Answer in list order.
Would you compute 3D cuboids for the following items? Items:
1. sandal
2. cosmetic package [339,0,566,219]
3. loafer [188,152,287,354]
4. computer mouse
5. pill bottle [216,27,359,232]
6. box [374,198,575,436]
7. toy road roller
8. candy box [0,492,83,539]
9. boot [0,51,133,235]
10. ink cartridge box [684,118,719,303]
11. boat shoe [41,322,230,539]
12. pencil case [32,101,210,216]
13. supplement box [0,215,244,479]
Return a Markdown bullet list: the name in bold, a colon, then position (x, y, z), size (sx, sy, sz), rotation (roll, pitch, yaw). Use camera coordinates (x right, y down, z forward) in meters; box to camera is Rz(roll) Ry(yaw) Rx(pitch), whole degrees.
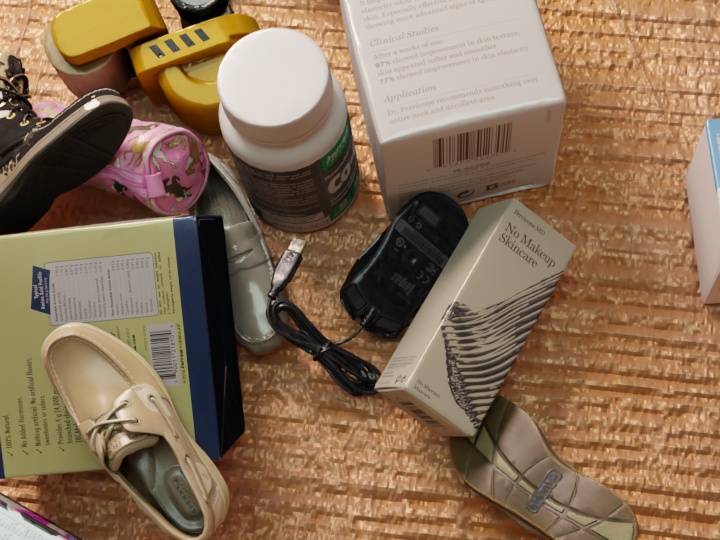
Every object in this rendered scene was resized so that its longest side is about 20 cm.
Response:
- **sandal**: position (0.151, 0.181, 1.021), size (0.080, 0.054, 0.200), rotation (-48, 54, -8)
- **cosmetic package**: position (0.080, -0.183, 1.116), size (0.167, 0.166, 0.201), rotation (-12, 69, 0)
- **loafer**: position (-0.120, -0.018, 1.121), size (0.070, 0.070, 0.201), rotation (-23, 68, -4)
- **computer mouse**: position (0.000, 0.000, 1.101), size (0.140, 0.046, 0.200), rotation (34, 80, -11)
- **pill bottle**: position (-0.064, -0.122, 1.087), size (0.113, 0.200, 0.114), rotation (-2, 69, 5)
- **box**: position (0.101, 0.041, 1.062), size (0.082, 0.068, 0.200), rotation (35, 73, -15)
- **toy road roller**: position (-0.189, -0.196, 1.175), size (0.199, 0.123, 0.147), rotation (-21, 79, -3)
- **candy box**: position (-0.303, 0.211, 0.986), size (0.200, 0.136, 0.061), rotation (31, 75, -2)
- **boot**: position (-0.298, -0.133, 1.084), size (0.200, 0.073, 0.151), rotation (-39, 62, 26)
- **ink cartridge box**: position (0.399, -0.056, 1.056), size (0.199, 0.125, 0.129), rotation (-4, 68, 4)
- **boat shoe**: position (-0.175, 0.124, 0.931), size (0.072, 0.065, 0.200), rotation (-37, 91, 4)
- **pencil case**: position (-0.233, -0.106, 1.128), size (0.199, 0.083, 0.087), rotation (14, 67, 34)
- **supplement box**: position (-0.214, 0.061, 1.031), size (0.199, 0.134, 0.201), rotation (-5, 92, 3)
